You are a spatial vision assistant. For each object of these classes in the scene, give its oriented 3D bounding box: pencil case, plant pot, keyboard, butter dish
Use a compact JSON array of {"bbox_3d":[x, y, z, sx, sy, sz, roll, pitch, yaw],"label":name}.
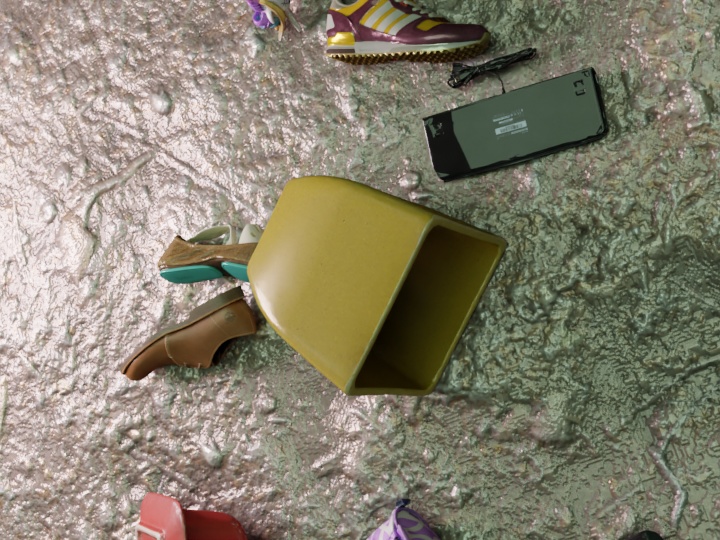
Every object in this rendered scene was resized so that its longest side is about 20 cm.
[{"bbox_3d":[0.006,0.345,1.187,0.200,0.085,0.084,-49,66,16],"label":"pencil case"},{"bbox_3d":[0.000,0.000,1.163,0.200,0.195,0.195,31,99,29],"label":"plant pot"},{"bbox_3d":[0.161,-0.179,1.189,0.199,0.021,0.128,-13,86,24],"label":"keyboard"},{"bbox_3d":[-0.168,0.350,1.246,0.199,0.147,0.201,162,103,-65],"label":"butter dish"}]

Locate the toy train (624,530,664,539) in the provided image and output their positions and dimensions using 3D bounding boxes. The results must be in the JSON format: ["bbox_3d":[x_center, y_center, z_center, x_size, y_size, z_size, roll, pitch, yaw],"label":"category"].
[{"bbox_3d":[0.243,0.342,1.078,0.200,0.085,0.114,-35,60,22],"label":"toy train"}]

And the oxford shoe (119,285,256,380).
[{"bbox_3d":[-0.211,0.095,1.325,0.200,0.071,0.071,-30,88,25],"label":"oxford shoe"}]

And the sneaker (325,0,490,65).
[{"bbox_3d":[0.049,-0.280,1.221,0.199,0.075,0.091,3,93,25],"label":"sneaker"}]

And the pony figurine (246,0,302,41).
[{"bbox_3d":[-0.124,-0.388,1.265,0.166,0.193,0.201,30,102,58],"label":"pony figurine"}]

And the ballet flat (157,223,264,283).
[{"bbox_3d":[-0.154,-0.020,1.315,0.199,0.068,0.073,1,67,30],"label":"ballet flat"}]
